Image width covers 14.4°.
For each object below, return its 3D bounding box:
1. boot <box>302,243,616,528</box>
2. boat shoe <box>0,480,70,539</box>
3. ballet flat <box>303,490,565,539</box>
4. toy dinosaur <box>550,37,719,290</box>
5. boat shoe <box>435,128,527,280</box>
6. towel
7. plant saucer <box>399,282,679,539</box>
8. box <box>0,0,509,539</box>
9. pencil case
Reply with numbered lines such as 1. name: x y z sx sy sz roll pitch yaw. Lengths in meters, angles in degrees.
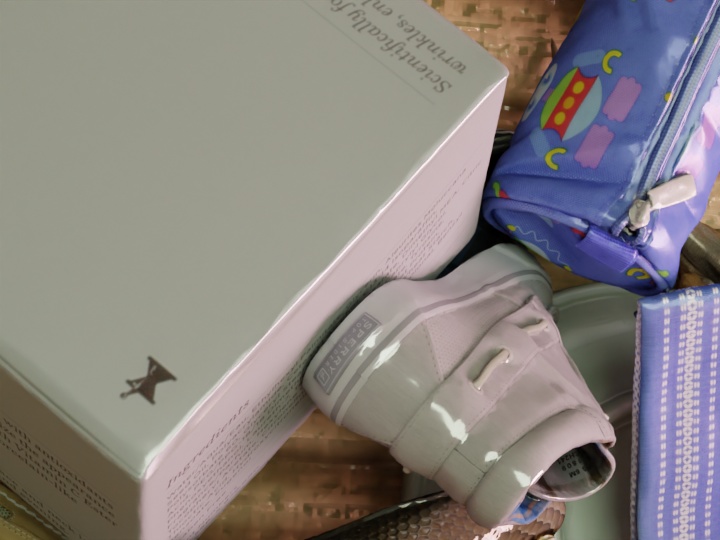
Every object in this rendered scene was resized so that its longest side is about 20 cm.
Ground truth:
1. boot: 0.052 0.049 1.046 0.096 0.200 0.074 42 109 12
2. boat shoe: -0.164 0.073 1.054 0.199 0.072 0.076 30 61 -15
3. ballet flat: -0.002 0.115 1.030 0.199 0.067 0.047 -10 69 -39
4. toy dinosaur: 0.144 -0.001 1.160 0.200 0.106 0.060 38 97 -16
5. boat shoe: 0.000 0.000 1.111 0.199 0.066 0.070 -24 93 -19
6. towel: 0.201 0.064 1.094 0.199 0.024 0.146 -7 117 -10
7. plant saucer: 0.116 0.103 1.150 0.199 0.050 0.202 2 85 -19
8. box: -0.086 -0.033 1.013 0.199 0.131 0.200 39 69 12
9. pencil case: 0.121 -0.087 1.076 0.078 0.087 0.201 29 85 -23
